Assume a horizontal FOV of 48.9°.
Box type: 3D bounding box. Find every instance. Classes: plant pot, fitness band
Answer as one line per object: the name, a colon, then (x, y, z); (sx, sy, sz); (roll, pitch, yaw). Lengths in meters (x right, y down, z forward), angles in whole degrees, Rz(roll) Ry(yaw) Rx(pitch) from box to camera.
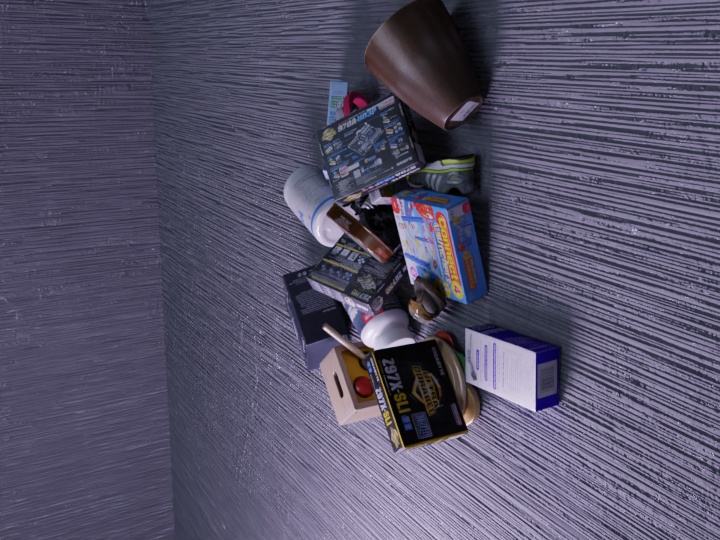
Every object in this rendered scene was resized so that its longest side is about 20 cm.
plant pot: (0.138, -0.370, 1.486); (0.201, 0.186, 0.187); (55, 143, 15)
fitness band: (0.012, -0.297, 1.739); (0.037, 0.143, 0.202); (-23, 73, 32)

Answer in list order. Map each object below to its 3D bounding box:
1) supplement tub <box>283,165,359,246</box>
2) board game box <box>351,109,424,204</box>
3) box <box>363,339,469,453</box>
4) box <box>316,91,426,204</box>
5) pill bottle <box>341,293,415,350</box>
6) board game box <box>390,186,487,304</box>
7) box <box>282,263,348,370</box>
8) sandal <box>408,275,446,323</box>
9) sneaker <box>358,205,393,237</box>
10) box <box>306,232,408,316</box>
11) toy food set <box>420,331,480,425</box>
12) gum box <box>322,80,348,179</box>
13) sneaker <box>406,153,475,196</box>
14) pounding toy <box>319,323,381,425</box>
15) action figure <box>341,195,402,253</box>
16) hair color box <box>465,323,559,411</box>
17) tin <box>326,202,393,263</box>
supplement tub: (-0.096, -0.161, 1.969); (0.200, 0.131, 0.133); (47, 136, 46)
board game box: (0.056, -0.238, 1.673); (0.034, 0.133, 0.202); (-31, 70, 46)
box: (0.110, 0.247, 1.572); (0.049, 0.158, 0.202); (-48, 55, 54)
box: (0.018, -0.244, 1.591); (0.198, 0.046, 0.161); (-23, 74, 24)
pill bottle: (0.041, 0.105, 1.799); (0.201, 0.118, 0.120); (59, 143, 34)
board game box: (0.154, -0.053, 1.573); (0.195, 0.055, 0.202); (21, 131, 58)
box: (-0.115, 0.120, 2.025); (0.197, 0.116, 0.202); (95, 156, -64)
sandal: (0.125, 0.073, 1.636); (0.081, 0.055, 0.200); (39, 161, 7)
sneaker: (0.026, -0.181, 1.820); (0.091, 0.077, 0.202); (-34, 75, 48)
box: (0.000, 0.000, 1.768); (0.199, 0.162, 0.049); (21, 150, 39)
toy food set: (0.170, 0.232, 1.672); (0.200, 0.048, 0.201); (-27, 73, 60)
gum box: (-0.056, -0.319, 1.835); (0.170, 0.044, 0.203); (-139, 53, -90)
sneaker: (0.158, -0.177, 1.577); (0.199, 0.073, 0.082); (-3, 97, 62)
pounding toy: (-0.001, 0.229, 1.836); (0.142, 0.182, 0.202); (-51, 53, 52)
action figure: (0.042, -0.140, 1.713); (0.200, 0.118, 0.102); (49, 149, 9)
hair color box: (0.276, 0.174, 1.457); (0.199, 0.064, 0.111); (16, 111, 57)
tin: (-0.003, -0.080, 1.730); (0.042, 0.112, 0.200); (-52, 44, 2)
